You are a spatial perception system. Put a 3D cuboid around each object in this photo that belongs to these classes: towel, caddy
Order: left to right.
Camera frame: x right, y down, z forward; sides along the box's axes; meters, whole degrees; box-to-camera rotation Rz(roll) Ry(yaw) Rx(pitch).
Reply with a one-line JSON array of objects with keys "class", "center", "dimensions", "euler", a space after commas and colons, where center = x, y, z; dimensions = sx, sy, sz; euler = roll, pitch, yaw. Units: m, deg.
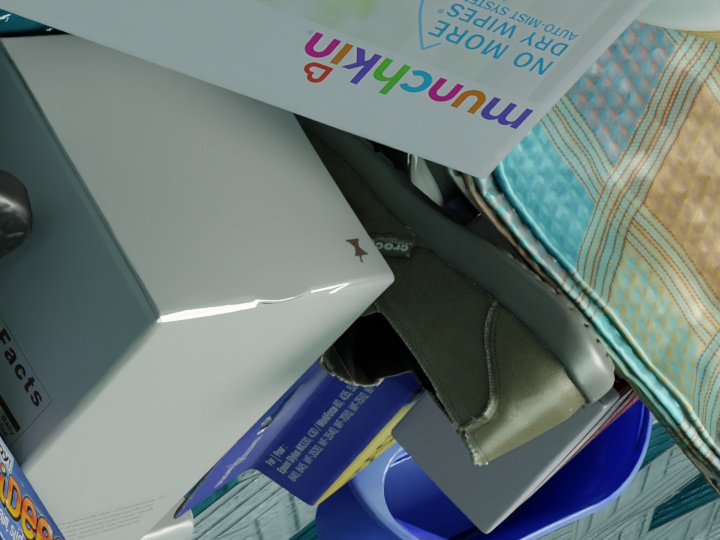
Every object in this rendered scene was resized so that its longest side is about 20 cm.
[{"class": "caddy", "center": [0.055, 0.066, 1.354], "dimensions": [0.200, 0.141, 0.105], "euler": [-21, 177, -37]}, {"class": "towel", "center": [0.114, -0.029, 1.035], "dimensions": [0.022, 0.200, 0.147], "euler": [-8, -136, 43]}]

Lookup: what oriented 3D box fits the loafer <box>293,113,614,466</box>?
[{"class": "loafer", "center": [0.000, 0.000, 1.009], "dimensions": [0.070, 0.200, 0.075], "euler": [-48, 148, -8]}]

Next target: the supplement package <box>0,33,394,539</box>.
[{"class": "supplement package", "center": [-0.109, 0.020, 0.990], "dimensions": [0.121, 0.120, 0.200], "euler": [-9, 151, -49]}]

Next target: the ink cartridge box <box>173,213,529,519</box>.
[{"class": "ink cartridge box", "center": [0.028, 0.031, 1.186], "dimensions": [0.200, 0.047, 0.198], "euler": [-41, 174, -30]}]

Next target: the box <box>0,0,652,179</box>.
[{"class": "box", "center": [-0.010, -0.134, 0.654], "dimensions": [0.200, 0.097, 0.176], "euler": [18, 134, -29]}]

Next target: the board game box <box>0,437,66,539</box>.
[{"class": "board game box", "center": [-0.202, 0.108, 0.943], "dimensions": [0.200, 0.034, 0.135], "euler": [-13, 130, 15]}]

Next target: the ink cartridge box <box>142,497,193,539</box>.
[{"class": "ink cartridge box", "center": [-0.193, 0.140, 1.234], "dimensions": [0.200, 0.085, 0.145], "euler": [-15, 156, -44]}]

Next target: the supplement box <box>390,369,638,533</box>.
[{"class": "supplement box", "center": [0.112, 0.013, 1.134], "dimensions": [0.200, 0.061, 0.109], "euler": [-36, 169, -41]}]

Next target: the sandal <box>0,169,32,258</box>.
[{"class": "sandal", "center": [-0.197, 0.007, 0.911], "dimensions": [0.200, 0.045, 0.075], "euler": [-28, 156, 16]}]

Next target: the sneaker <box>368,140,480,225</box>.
[{"class": "sneaker", "center": [0.035, -0.065, 1.128], "dimensions": [0.085, 0.074, 0.200], "euler": [-40, 172, 2]}]

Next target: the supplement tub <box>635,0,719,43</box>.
[{"class": "supplement tub", "center": [0.132, -0.147, 0.926], "dimensions": [0.144, 0.144, 0.200], "euler": [-40, 163, 20]}]
